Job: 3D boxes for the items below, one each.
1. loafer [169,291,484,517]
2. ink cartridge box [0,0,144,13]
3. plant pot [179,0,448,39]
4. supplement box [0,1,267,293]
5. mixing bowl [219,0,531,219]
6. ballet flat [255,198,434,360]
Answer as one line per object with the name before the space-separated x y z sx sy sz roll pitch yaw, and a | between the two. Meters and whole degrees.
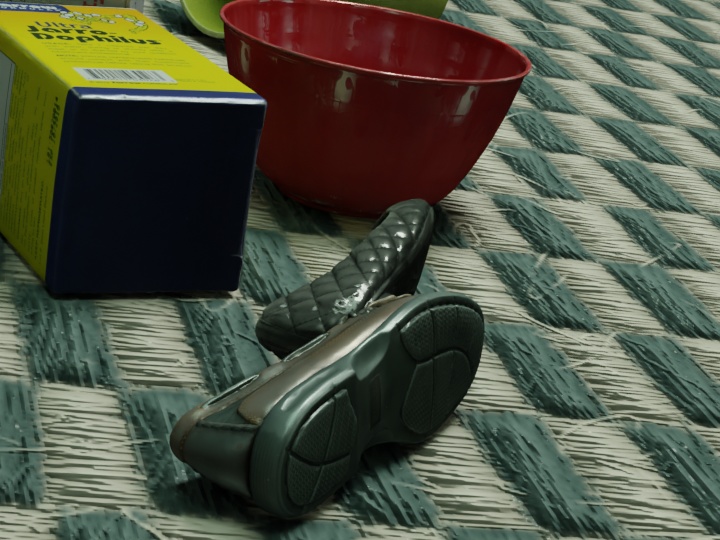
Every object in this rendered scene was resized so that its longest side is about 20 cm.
loafer | -0.009 0.048 0.856 0.063 0.072 0.200 13 20 26
ink cartridge box | -0.240 -0.157 1.207 0.200 0.145 0.084 11 19 1
plant pot | -0.023 -0.264 1.631 0.200 0.187 0.187 14 12 -42
supplement box | -0.146 -0.073 1.068 0.109 0.109 0.200 -1 22 -29
mixing bowl | 0.000 -0.099 1.224 0.200 0.109 0.200 10 18 -3
ballet flat | 0.000 0.000 0.997 0.057 0.067 0.200 18 20 8
